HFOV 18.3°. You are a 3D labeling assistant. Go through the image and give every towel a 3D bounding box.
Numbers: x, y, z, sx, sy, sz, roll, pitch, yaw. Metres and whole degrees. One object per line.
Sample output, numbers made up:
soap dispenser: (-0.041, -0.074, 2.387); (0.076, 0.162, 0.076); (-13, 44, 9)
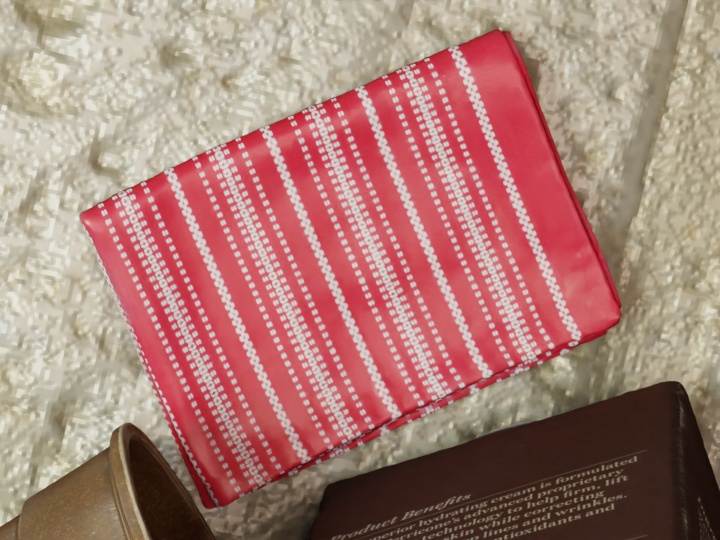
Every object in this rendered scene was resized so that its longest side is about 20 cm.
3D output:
towel: (0.000, 0.000, 0.939); (0.199, 0.022, 0.145); (-24, 104, -8)

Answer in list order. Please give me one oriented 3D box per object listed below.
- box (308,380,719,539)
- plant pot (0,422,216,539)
box: (0.075, 0.169, 0.872); (0.165, 0.200, 0.165); (-18, 104, 13)
plant pot: (-0.133, 0.193, 0.863); (0.198, 0.200, 0.201); (-27, 105, 0)
